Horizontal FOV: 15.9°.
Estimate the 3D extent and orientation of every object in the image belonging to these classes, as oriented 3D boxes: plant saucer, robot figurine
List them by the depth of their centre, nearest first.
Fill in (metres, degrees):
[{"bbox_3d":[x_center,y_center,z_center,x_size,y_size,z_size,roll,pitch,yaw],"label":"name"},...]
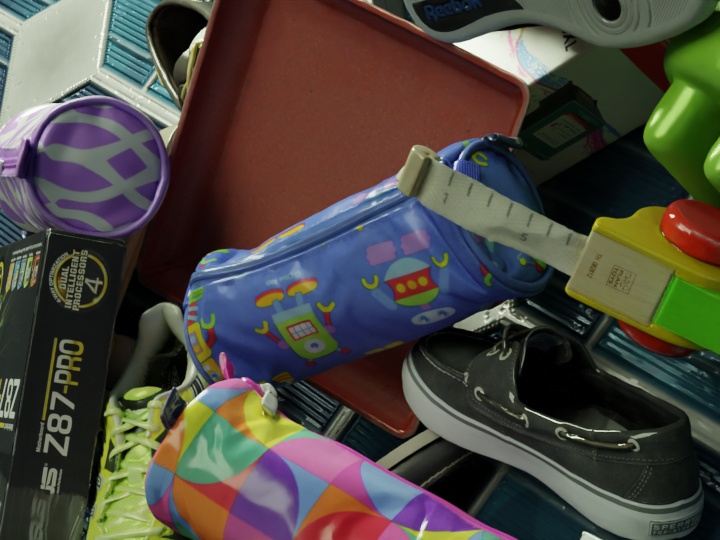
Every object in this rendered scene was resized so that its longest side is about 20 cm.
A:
[{"bbox_3d":[0.220,-0.115,1.195,0.201,0.116,0.175,-54,42,-4],"label":"robot figurine"},{"bbox_3d":[-0.011,-0.045,1.347,0.199,0.037,0.201,29,111,29],"label":"plant saucer"}]

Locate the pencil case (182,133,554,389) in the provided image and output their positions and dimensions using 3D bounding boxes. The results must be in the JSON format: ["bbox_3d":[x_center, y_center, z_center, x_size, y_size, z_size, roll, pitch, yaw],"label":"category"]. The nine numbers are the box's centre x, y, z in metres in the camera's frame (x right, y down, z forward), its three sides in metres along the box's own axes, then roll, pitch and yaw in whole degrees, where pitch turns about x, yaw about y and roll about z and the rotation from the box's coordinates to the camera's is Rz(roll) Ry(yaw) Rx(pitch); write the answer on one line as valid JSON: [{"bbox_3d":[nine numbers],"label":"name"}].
[{"bbox_3d":[0.000,0.000,1.270,0.199,0.087,0.078,-22,38,34],"label":"pencil case"}]

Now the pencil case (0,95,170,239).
[{"bbox_3d":[-0.162,-0.058,1.435,0.200,0.085,0.085,-178,104,-74],"label":"pencil case"}]

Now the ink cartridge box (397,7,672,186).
[{"bbox_3d":[0.112,-0.126,1.358,0.199,0.067,0.117,-31,42,27],"label":"ink cartridge box"}]

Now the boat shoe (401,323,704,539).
[{"bbox_3d":[0.088,0.059,1.212,0.070,0.067,0.200,-15,29,-27],"label":"boat shoe"}]

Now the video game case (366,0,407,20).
[{"bbox_3d":[-0.029,-0.142,1.495,0.201,0.025,0.181,-97,29,-44],"label":"video game case"}]

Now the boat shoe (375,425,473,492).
[{"bbox_3d":[-0.010,0.153,1.285,0.200,0.073,0.063,-42,80,5],"label":"boat shoe"}]

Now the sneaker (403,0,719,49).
[{"bbox_3d":[0.119,-0.160,1.235,0.112,0.074,0.199,-31,23,-34],"label":"sneaker"}]

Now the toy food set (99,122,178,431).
[{"bbox_3d":[-0.152,0.009,1.548,0.143,0.060,0.201,-18,46,52],"label":"toy food set"}]

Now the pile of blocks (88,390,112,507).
[{"bbox_3d":[-0.100,0.105,1.394,0.082,0.062,0.201,-2,50,26],"label":"pile of blocks"}]

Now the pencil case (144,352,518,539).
[{"bbox_3d":[-0.010,0.122,1.205,0.199,0.088,0.089,31,83,21],"label":"pencil case"}]

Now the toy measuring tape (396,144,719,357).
[{"bbox_3d":[0.115,-0.013,1.195,0.074,0.199,0.074,25,-90,-86],"label":"toy measuring tape"}]

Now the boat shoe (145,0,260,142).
[{"bbox_3d":[-0.081,-0.109,1.484,0.201,0.060,0.072,-126,52,-65],"label":"boat shoe"}]

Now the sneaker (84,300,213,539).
[{"bbox_3d":[-0.110,0.105,1.298,0.075,0.077,0.201,-10,46,19],"label":"sneaker"}]

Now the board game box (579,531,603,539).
[{"bbox_3d":[0.099,0.229,1.049,0.105,0.103,0.201,24,78,52],"label":"board game box"}]

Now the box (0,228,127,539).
[{"bbox_3d":[-0.174,0.064,1.380,0.200,0.049,0.162,175,103,-74],"label":"box"}]
